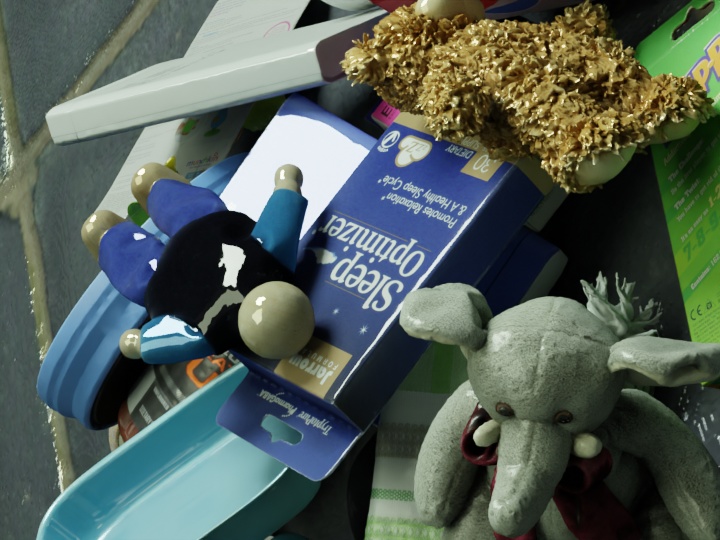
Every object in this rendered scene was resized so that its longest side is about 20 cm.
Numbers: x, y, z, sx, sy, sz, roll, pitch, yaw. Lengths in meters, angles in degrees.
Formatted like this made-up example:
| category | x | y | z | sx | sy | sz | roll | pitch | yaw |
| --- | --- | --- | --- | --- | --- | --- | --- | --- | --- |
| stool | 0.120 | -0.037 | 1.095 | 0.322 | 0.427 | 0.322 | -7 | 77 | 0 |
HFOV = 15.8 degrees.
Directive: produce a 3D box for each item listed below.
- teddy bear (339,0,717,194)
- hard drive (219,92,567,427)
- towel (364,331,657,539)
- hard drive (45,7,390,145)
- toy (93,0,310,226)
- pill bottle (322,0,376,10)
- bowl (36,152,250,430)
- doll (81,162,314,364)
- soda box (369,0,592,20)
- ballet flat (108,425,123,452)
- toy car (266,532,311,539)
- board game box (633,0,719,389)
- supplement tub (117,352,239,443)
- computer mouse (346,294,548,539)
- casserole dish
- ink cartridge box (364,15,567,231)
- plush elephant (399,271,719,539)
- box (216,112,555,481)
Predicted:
| category | x | y | z | sx | sy | sz | roll | pitch | yaw |
| --- | --- | --- | --- | --- | --- | --- | --- | --- | --- |
| teddy bear | 0.083 | -0.100 | 1.313 | 0.200 | 0.144 | 0.067 | 43 | 148 | 51 |
| hard drive | 0.000 | 0.000 | 1.428 | 0.200 | 0.025 | 0.132 | 32 | 85 | 33 |
| towel | 0.072 | 0.123 | 1.323 | 0.148 | 0.031 | 0.201 | 2 | 77 | 18 |
| hard drive | -0.072 | -0.118 | 1.550 | 0.199 | 0.132 | 0.027 | -11 | 101 | 33 |
| toy | -0.087 | -0.100 | 1.668 | 0.115 | 0.047 | 0.201 | -9 | 42 | 46 |
| pill bottle | 0.042 | -0.234 | 1.492 | 0.200 | 0.113 | 0.114 | -32 | 53 | 48 |
| bowl | -0.114 | 0.017 | 1.586 | 0.039 | 0.200 | 0.201 | 41 | 120 | 11 |
| doll | -0.079 | -0.005 | 1.387 | 0.136 | 0.049 | 0.200 | -44 | 32 | -6 |
| soda box | 0.100 | -0.179 | 1.369 | 0.199 | 0.070 | 0.064 | -8 | 72 | 33 |
| ballet flat | -0.110 | 0.126 | 1.622 | 0.200 | 0.068 | 0.067 | 52 | 165 | 43 |
| toy car | -0.045 | 0.221 | 1.462 | 0.184 | 0.177 | 0.200 | -46 | 13 | 19 |
| board game box | 0.188 | -0.050 | 1.287 | 0.095 | 0.030 | 0.201 | -39 | 51 | 42 |
| supplement tub | -0.052 | 0.041 | 1.531 | 0.200 | 0.107 | 0.107 | -54 | 39 | 20 |
| computer mouse | 0.039 | 0.073 | 1.446 | 0.200 | 0.046 | 0.141 | -41 | 48 | 42 |
| casserole dish | -0.093 | 0.125 | 1.397 | 0.200 | 0.039 | 0.121 | -37 | 31 | 10 |
| ink cartridge box | 0.069 | -0.098 | 1.450 | 0.095 | 0.037 | 0.200 | -52 | 34 | -1 |
| plush elephant | 0.093 | 0.079 | 1.230 | 0.164 | 0.155 | 0.201 | 5 | 75 | 22 |
| box | 0.003 | 0.009 | 1.355 | 0.200 | 0.032 | 0.121 | -53 | 34 | -9 |
